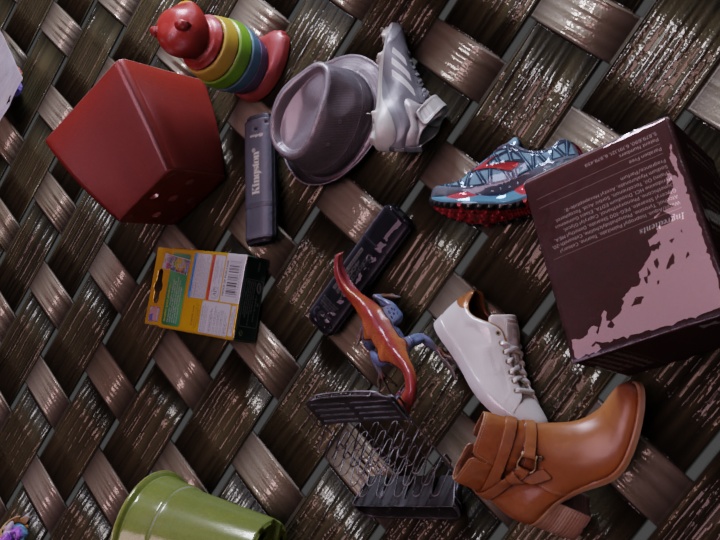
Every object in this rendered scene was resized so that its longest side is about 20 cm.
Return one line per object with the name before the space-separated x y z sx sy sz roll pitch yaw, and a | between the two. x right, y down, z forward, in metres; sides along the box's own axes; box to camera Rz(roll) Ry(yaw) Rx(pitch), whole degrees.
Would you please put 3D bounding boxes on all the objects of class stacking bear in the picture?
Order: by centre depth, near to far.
stacking bear | -0.218 -0.334 1.360 0.121 0.199 0.115 6 84 37

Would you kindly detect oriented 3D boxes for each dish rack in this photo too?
dish rack | 0.022 0.219 1.088 0.152 0.201 0.055 -11 39 35

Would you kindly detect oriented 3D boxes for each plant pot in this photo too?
plant pot | -0.205 0.384 1.233 0.188 0.200 0.202 2 82 25
plant pot | -0.331 -0.181 1.432 0.200 0.199 0.177 -38 72 25

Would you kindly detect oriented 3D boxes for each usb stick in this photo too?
usb stick | 0.000 0.000 1.237 0.055 0.033 0.201 44 107 27
usb stick | -0.149 -0.135 1.365 0.055 0.032 0.202 -11 74 36

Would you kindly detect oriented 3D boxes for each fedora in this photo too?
fedora | -0.059 -0.223 1.288 0.177 0.090 0.201 45 108 34

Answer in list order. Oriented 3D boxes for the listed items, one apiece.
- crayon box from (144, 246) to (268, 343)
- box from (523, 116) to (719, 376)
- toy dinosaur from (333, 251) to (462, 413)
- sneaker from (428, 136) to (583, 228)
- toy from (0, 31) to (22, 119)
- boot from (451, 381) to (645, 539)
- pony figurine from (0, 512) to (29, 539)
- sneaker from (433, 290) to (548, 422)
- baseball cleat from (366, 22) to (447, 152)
crayon box | -0.237 0.034 1.396 0.199 0.051 0.127 6 85 37
box | 0.292 -0.016 0.936 0.163 0.165 0.202 -23 67 30
toy dinosaur | 0.023 0.096 1.124 0.105 0.200 0.182 -49 13 10
sneaker | 0.179 -0.110 1.108 0.198 0.079 0.096 -5 68 27
toy | -0.715 -0.385 1.842 0.115 0.047 0.200 -53 52 20
boot | 0.201 0.182 0.978 0.154 0.074 0.201 26 101 0
pony figurine | -0.669 0.502 1.556 0.199 0.193 0.167 -35 95 26
sneaker | 0.164 0.103 1.066 0.085 0.073 0.200 -50 55 21
baseball cleat | 0.066 -0.242 1.224 0.105 0.070 0.202 5 68 5
